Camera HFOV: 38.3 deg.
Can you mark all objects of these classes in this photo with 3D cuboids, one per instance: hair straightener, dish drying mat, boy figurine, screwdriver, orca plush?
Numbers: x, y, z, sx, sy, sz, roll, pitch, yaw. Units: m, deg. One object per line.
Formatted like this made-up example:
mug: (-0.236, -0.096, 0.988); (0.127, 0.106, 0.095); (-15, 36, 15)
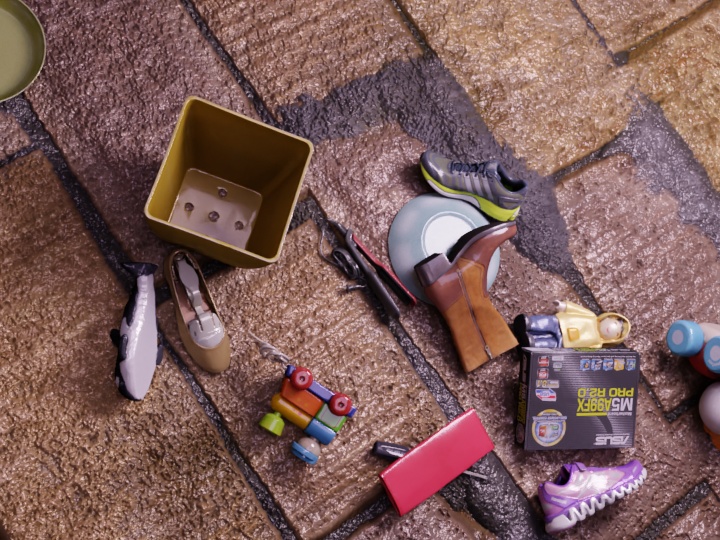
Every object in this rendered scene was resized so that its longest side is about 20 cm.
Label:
hair straightener: (0.000, 0.000, 1.667); (0.077, 0.041, 0.200); (-39, 88, -23)
dish drying mat: (0.119, 0.295, 1.610); (0.200, 0.018, 0.077); (-30, 91, -29)
boy figurine: (0.358, 0.110, 1.732); (0.199, 0.064, 0.125); (0, 72, -13)
screwdriver: (0.111, 0.298, 1.628); (0.199, 0.028, 0.029); (15, 42, -19)
orca plush: (-0.346, 0.088, 1.521); (0.071, 0.105, 0.201); (1, 99, 22)

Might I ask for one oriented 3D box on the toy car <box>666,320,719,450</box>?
toy car: (0.615, 0.202, 1.756); (0.184, 0.177, 0.201); (9, 100, -28)

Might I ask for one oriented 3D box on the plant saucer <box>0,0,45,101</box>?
plant saucer: (-0.587, -0.342, 1.596); (0.199, 0.031, 0.201); (5, 73, -16)

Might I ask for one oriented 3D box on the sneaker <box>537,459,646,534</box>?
sneaker: (0.366, 0.341, 1.662); (0.199, 0.081, 0.089); (-22, 74, -20)

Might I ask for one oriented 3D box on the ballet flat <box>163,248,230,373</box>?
ballet flat: (-0.249, 0.059, 1.564); (0.068, 0.063, 0.201); (-22, 82, -21)

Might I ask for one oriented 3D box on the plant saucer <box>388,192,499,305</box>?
plant saucer: (0.146, -0.040, 1.724); (0.200, 0.039, 0.202); (5, 74, -16)

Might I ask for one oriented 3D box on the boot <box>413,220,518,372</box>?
boot: (0.207, 0.038, 1.673); (0.188, 0.068, 0.201); (-32, 100, -15)

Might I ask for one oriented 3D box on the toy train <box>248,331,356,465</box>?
toy train: (-0.116, 0.195, 1.561); (0.200, 0.085, 0.116); (34, 81, -5)

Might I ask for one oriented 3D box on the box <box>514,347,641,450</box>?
box: (0.352, 0.207, 1.683); (0.199, 0.044, 0.161); (2, 95, -16)

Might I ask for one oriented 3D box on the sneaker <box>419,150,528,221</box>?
sneaker: (0.193, -0.159, 1.741); (0.199, 0.081, 0.074); (22, 45, -13)

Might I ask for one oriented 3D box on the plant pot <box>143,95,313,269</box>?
plant pot: (-0.208, -0.108, 1.563); (0.199, 0.176, 0.201); (20, 69, -10)
